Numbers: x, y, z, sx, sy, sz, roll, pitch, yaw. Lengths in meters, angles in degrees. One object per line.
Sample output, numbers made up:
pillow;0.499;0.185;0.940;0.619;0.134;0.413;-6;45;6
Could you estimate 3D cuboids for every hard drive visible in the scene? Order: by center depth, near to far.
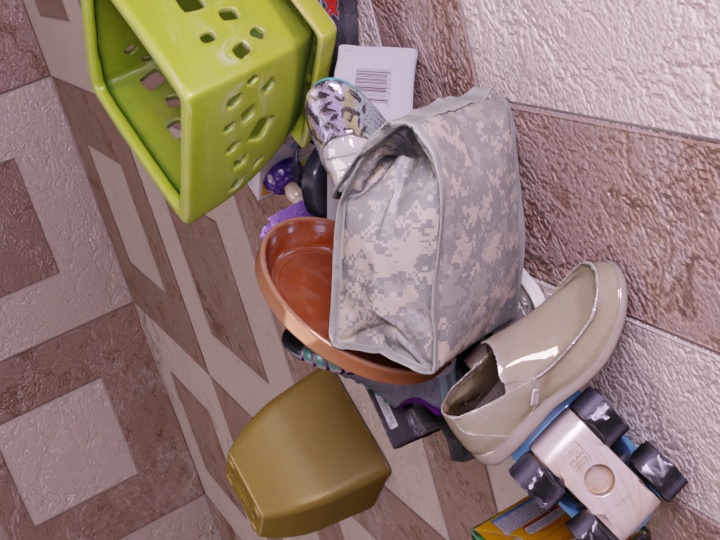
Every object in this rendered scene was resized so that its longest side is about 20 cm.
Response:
hard drive;0.044;0.119;1.200;0.141;0.037;0.200;65;-169;11

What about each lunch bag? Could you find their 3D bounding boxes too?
lunch bag;0.059;-0.042;0.880;0.116;0.163;0.204;14;112;30

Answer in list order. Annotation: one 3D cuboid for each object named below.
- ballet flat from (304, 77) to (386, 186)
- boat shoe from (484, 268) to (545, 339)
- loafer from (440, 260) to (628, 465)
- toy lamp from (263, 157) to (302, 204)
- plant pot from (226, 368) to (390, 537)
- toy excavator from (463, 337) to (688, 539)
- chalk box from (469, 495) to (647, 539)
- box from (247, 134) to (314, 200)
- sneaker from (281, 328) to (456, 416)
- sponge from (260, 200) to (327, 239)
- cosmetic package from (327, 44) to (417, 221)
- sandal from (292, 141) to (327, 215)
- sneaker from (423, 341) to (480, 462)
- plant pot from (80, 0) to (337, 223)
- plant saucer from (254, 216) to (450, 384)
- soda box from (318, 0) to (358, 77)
ballet flat;0.008;-0.077;0.946;0.072;0.072;0.201;44;170;44
boat shoe;0.097;-0.009;1.029;0.202;0.060;0.073;52;157;34
loafer;0.136;0.071;0.867;0.068;0.201;0.076;27;-161;-24
toy lamp;-0.040;-0.037;1.218;0.201;0.058;0.059;54;157;25
plant pot;-0.097;0.300;1.667;0.196;0.198;0.196;58;159;20
toy excavator;0.171;0.144;0.958;0.194;0.100;0.200;44;-179;2
chalk box;0.203;0.329;1.049;0.124;0.123;0.203;32;140;56
box;-0.097;-0.194;1.254;0.113;0.100;0.201;56;158;24
sneaker;0.008;0.099;1.061;0.198;0.074;0.089;9;128;37
sponge;0.000;0.000;1.138;0.200;0.111;0.030;42;130;13
cosmetic package;0.009;-0.105;1.055;0.201;0.080;0.114;91;-176;-54
sandal;-0.047;-0.111;1.155;0.200;0.042;0.077;-77;-8;-71
sneaker;0.092;0.115;1.111;0.103;0.060;0.201;-10;123;45
plant pot;-0.139;-0.202;1.027;0.200;0.180;0.201;53;156;19
plant saucer;-0.004;0.028;0.968;0.201;0.198;0.033;53;127;32
soda box;-0.046;-0.284;1.065;0.063;0.070;0.202;49;154;35
